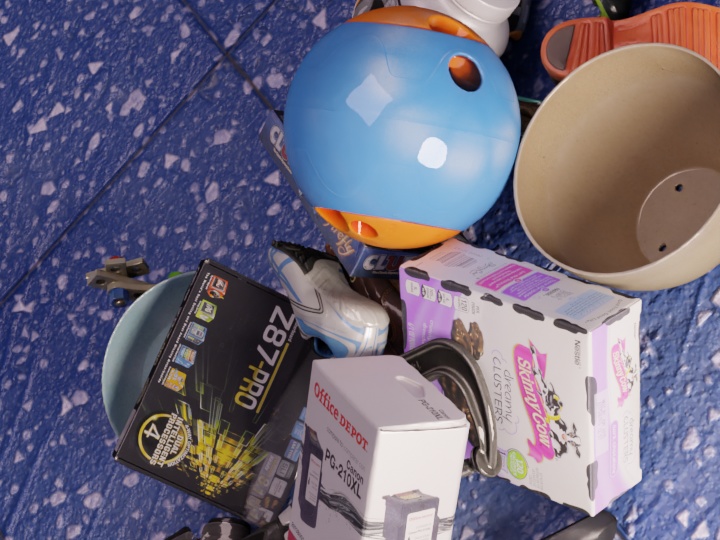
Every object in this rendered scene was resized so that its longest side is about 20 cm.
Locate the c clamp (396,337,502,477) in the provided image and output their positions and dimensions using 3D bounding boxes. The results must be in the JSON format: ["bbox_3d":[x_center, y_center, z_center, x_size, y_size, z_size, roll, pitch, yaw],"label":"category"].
[{"bbox_3d":[0.058,0.150,1.479,0.200,0.027,0.172,-38,69,50],"label":"c clamp"}]

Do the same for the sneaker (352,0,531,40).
[{"bbox_3d":[0.076,-0.247,1.699,0.198,0.078,0.078,-8,75,35],"label":"sneaker"}]

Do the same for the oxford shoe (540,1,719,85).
[{"bbox_3d":[0.260,-0.186,1.544,0.198,0.073,0.072,2,74,15],"label":"oxford shoe"}]

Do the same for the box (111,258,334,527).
[{"bbox_3d":[-0.113,0.113,1.615,0.201,0.160,0.049,-65,11,-6],"label":"box"}]

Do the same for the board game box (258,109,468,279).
[{"bbox_3d":[0.006,-0.068,1.622,0.201,0.135,0.035,56,128,38],"label":"board game box"}]

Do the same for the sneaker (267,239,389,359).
[{"bbox_3d":[-0.037,0.029,1.564,0.200,0.071,0.073,46,119,56],"label":"sneaker"}]

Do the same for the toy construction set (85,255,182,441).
[{"bbox_3d":[-0.199,0.072,1.741,0.130,0.092,0.202,-26,67,24],"label":"toy construction set"}]

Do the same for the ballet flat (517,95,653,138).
[{"bbox_3d":[0.175,-0.121,1.580,0.199,0.068,0.073,8,94,38],"label":"ballet flat"}]

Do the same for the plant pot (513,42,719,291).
[{"bbox_3d":[0.242,-0.066,1.452,0.199,0.134,0.202,-15,61,29],"label":"plant pot"}]

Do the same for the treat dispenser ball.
[{"bbox_3d":[0.035,-0.119,1.485,0.199,0.201,0.203,-15,60,29],"label":"treat dispenser ball"}]

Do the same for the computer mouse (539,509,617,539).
[{"bbox_3d":[0.125,0.249,1.445,0.199,0.059,0.034,-31,81,24],"label":"computer mouse"}]

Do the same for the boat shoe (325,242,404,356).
[{"bbox_3d":[0.000,0.000,1.637,0.070,0.070,0.201,-40,51,8],"label":"boat shoe"}]

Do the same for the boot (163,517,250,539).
[{"bbox_3d":[-0.176,0.316,1.627,0.198,0.070,0.133,-24,53,12],"label":"boot"}]

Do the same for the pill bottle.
[{"bbox_3d":[0.060,-0.200,1.619,0.200,0.112,0.113,-48,45,40],"label":"pill bottle"}]

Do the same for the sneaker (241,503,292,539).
[{"bbox_3d":[-0.061,0.299,1.529,0.090,0.067,0.201,-22,50,-3],"label":"sneaker"}]

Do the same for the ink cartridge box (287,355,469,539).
[{"bbox_3d":[0.009,0.186,1.428,0.145,0.084,0.202,-140,54,-59],"label":"ink cartridge box"}]

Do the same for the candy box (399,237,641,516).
[{"bbox_3d":[0.130,0.084,1.445,0.199,0.071,0.169,19,123,40],"label":"candy box"}]

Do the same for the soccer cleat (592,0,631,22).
[{"bbox_3d":[0.235,-0.303,1.601,0.080,0.068,0.201,-17,47,23],"label":"soccer cleat"}]

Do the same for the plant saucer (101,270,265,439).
[{"bbox_3d":[-0.142,0.101,1.655,0.202,0.200,0.039,-64,8,-7],"label":"plant saucer"}]
